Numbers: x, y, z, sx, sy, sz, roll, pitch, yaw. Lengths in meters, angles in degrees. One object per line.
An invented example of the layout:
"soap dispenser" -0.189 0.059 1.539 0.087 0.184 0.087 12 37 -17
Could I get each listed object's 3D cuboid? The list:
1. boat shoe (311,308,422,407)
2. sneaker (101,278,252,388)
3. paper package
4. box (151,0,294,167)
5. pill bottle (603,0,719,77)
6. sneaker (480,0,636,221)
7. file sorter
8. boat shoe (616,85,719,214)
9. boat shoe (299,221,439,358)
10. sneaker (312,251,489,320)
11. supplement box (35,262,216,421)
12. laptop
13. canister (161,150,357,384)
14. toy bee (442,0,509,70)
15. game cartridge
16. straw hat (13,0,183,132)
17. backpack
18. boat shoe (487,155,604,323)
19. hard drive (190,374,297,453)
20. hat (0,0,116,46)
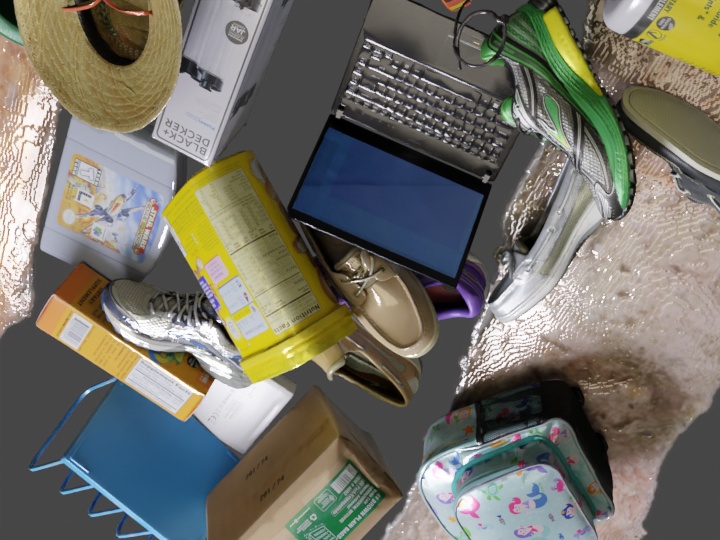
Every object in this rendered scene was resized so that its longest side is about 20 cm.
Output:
"boat shoe" -0.024 0.086 0.877 0.199 0.076 0.072 26 125 -1
"sneaker" -0.181 0.050 0.869 0.199 0.077 0.085 26 131 -18
"paper package" -0.071 0.255 0.890 0.200 0.191 0.103 -45 105 -1
"box" -0.110 -0.205 0.699 0.060 0.117 0.201 26 123 -4
"pill bottle" 0.302 -0.204 0.614 0.199 0.113 0.113 22 122 -2
"sneaker" 0.174 -0.131 0.686 0.085 0.078 0.201 -29 87 17
"file sorter" -0.274 0.241 0.975 0.122 0.139 0.200 -22 119 41
"boat shoe" 0.305 -0.089 0.710 0.199 0.072 0.068 34 143 -4
"boat shoe" 0.000 0.000 0.769 0.072 0.065 0.200 -40 69 15
"sneaker" 0.032 0.015 0.820 0.199 0.084 0.081 0 120 13
"supplement box" -0.256 0.082 0.896 0.200 0.067 0.069 37 126 -12
"laptop" 0.052 -0.119 0.724 0.176 0.103 0.201 23 122 -3
"canister" -0.105 -0.001 0.786 0.201 0.086 0.148 60 146 -1
"toy bee" 0.063 -0.257 0.654 0.130 0.109 0.201 -3 95 23
"game cartridge" -0.263 -0.072 0.860 0.133 0.042 0.201 28 122 0
"straw hat" -0.194 -0.224 0.662 0.200 0.085 0.202 14 119 26
"backpack" 0.167 0.234 0.891 0.199 0.151 0.178 -19 116 27
"boat shoe" 0.180 -0.037 0.767 0.065 0.074 0.202 32 118 -1
"hard drive" -0.194 0.131 0.971 0.200 0.026 0.132 34 121 -9
"hat" -0.296 -0.324 0.726 0.165 0.177 0.200 -34 143 11
